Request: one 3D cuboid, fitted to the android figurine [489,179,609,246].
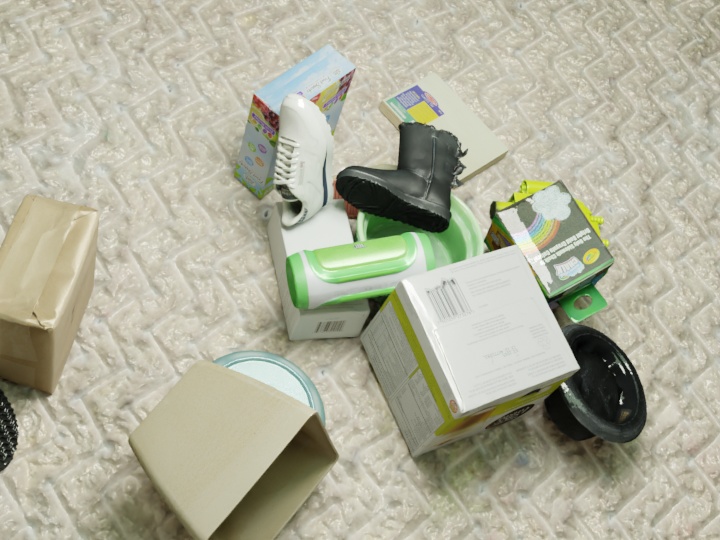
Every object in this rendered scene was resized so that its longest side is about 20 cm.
[{"bbox_3d":[0.315,-0.068,1.764,0.199,0.041,0.183,5,58,-12],"label":"android figurine"}]

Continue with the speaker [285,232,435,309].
[{"bbox_3d":[0.000,0.000,1.486,0.199,0.089,0.089,-10,62,-12],"label":"speaker"}]

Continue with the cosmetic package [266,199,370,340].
[{"bbox_3d":[-0.065,-0.004,1.581,0.112,0.081,0.201,-2,59,-18],"label":"cosmetic package"}]

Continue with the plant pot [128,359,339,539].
[{"bbox_3d":[-0.168,0.231,1.323,0.177,0.200,0.200,34,73,21],"label":"plant pot"}]

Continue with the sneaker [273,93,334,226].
[{"bbox_3d":[-0.087,-0.154,1.505,0.076,0.201,0.080,26,50,35],"label":"sneaker"}]

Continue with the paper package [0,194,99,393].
[{"bbox_3d":[-0.415,0.032,1.377,0.103,0.200,0.191,17,56,-6],"label":"paper package"}]

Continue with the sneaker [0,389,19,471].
[{"bbox_3d":[-0.509,0.167,1.350,0.070,0.093,0.200,-34,100,-51],"label":"sneaker"}]

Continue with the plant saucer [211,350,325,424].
[{"bbox_3d":[-0.142,0.195,1.466,0.199,0.027,0.201,7,58,-12],"label":"plant saucer"}]

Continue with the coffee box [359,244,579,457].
[{"bbox_3d":[0.147,0.116,1.498,0.199,0.198,0.201,-15,68,-25],"label":"coffee box"}]

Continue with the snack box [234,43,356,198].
[{"bbox_3d":[-0.102,-0.227,1.634,0.068,0.200,0.169,42,58,11],"label":"snack box"}]

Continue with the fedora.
[{"bbox_3d":[0.329,0.180,1.570,0.200,0.092,0.201,24,42,-24],"label":"fedora"}]

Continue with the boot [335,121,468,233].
[{"bbox_3d":[0.066,-0.156,1.601,0.198,0.073,0.163,20,57,-13],"label":"boot"}]

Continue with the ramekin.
[{"bbox_3d":[0.080,-0.032,1.631,0.199,0.098,0.201,8,57,-13],"label":"ramekin"}]

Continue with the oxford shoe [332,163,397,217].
[{"bbox_3d":[0.016,-0.133,1.706,0.199,0.071,0.074,0,34,-17],"label":"oxford shoe"}]

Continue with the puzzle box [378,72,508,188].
[{"bbox_3d":[0.143,-0.243,1.826,0.133,0.025,0.200,-32,72,-30],"label":"puzzle box"}]

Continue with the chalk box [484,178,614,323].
[{"bbox_3d":[0.299,-0.012,1.637,0.124,0.124,0.200,-27,75,-11],"label":"chalk box"}]
